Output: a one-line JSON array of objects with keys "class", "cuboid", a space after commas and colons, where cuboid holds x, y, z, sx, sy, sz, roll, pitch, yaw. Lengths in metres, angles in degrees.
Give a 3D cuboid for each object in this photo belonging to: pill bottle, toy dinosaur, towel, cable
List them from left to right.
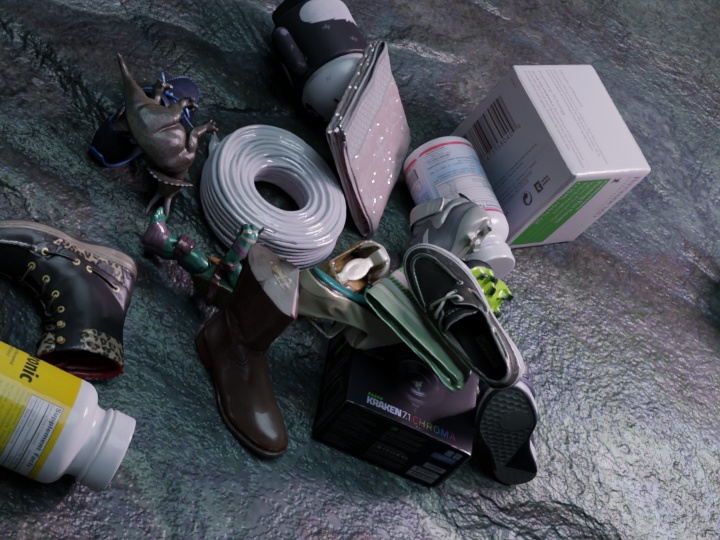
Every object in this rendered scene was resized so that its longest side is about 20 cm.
[{"class": "pill bottle", "cuboid": [-0.333, 0.145, 1.276, 0.200, 0.111, 0.111, 28, 45, -14]}, {"class": "toy dinosaur", "cuboid": [-0.240, -0.170, 1.542, 0.102, 0.077, 0.200, -50, 127, -42]}, {"class": "cable", "cuboid": [-0.110, -0.094, 1.644, 0.200, 0.069, 0.200, 24, 46, -17]}, {"class": "towel", "cuboid": [0.017, -0.180, 1.727, 0.032, 0.191, 0.200, 4, 48, 22]}, {"class": "towel", "cuboid": [0.083, 0.061, 1.503, 0.153, 0.023, 0.200, 46, 20, 4]}, {"class": "pill bottle", "cuboid": [0.140, -0.080, 1.775, 0.108, 0.109, 0.200, -2, 58, -35]}]

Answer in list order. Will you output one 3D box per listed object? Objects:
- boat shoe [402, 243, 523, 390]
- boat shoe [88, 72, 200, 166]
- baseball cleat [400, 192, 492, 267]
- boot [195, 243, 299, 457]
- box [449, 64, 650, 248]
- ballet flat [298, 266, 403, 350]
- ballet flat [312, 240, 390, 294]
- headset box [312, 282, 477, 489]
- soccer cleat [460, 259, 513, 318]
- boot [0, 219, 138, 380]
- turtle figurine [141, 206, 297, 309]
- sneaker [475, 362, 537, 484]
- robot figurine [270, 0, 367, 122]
[{"class": "boat shoe", "cuboid": [0.113, 0.047, 1.439, 0.200, 0.071, 0.064, 52, 10, 18]}, {"class": "boat shoe", "cuboid": [-0.260, -0.197, 1.622, 0.084, 0.069, 0.200, 38, 44, -3]}, {"class": "baseball cleat", "cuboid": [0.081, -0.019, 1.684, 0.200, 0.070, 0.106, -42, 58, -10]}, {"class": "boot", "cuboid": [-0.102, 0.089, 1.411, 0.064, 0.200, 0.187, -21, 70, -41]}, {"class": "box", "cuboid": [0.268, -0.166, 1.864, 0.171, 0.199, 0.200, -8, 63, -38]}, {"class": "ballet flat", "cuboid": [-0.010, 0.054, 1.463, 0.200, 0.069, 0.070, 28, 41, -42]}, {"class": "ballet flat", "cuboid": [0.000, 0.000, 1.623, 0.071, 0.065, 0.200, 59, 34, -3]}, {"class": "headset box", "cuboid": [0.050, 0.135, 1.557, 0.174, 0.093, 0.200, 26, 45, -15]}, {"class": "soccer cleat", "cuboid": [0.132, 0.016, 1.576, 0.081, 0.068, 0.200, 36, 2, 19]}, {"class": "boot", "cuboid": [-0.340, 0.033, 1.390, 0.200, 0.073, 0.151, 18, 48, -29]}, {"class": "turtle figurine", "cuboid": [-0.159, -0.004, 1.506, 0.200, 0.150, 0.101, 26, 63, -4]}, {"class": "sneaker", "cuboid": [0.179, 0.153, 1.578, 0.077, 0.203, 0.147, -4, 51, 6]}, {"class": "robot figurine", "cuboid": [-0.053, -0.305, 1.812, 0.150, 0.125, 0.200, -20, 68, -17]}]
